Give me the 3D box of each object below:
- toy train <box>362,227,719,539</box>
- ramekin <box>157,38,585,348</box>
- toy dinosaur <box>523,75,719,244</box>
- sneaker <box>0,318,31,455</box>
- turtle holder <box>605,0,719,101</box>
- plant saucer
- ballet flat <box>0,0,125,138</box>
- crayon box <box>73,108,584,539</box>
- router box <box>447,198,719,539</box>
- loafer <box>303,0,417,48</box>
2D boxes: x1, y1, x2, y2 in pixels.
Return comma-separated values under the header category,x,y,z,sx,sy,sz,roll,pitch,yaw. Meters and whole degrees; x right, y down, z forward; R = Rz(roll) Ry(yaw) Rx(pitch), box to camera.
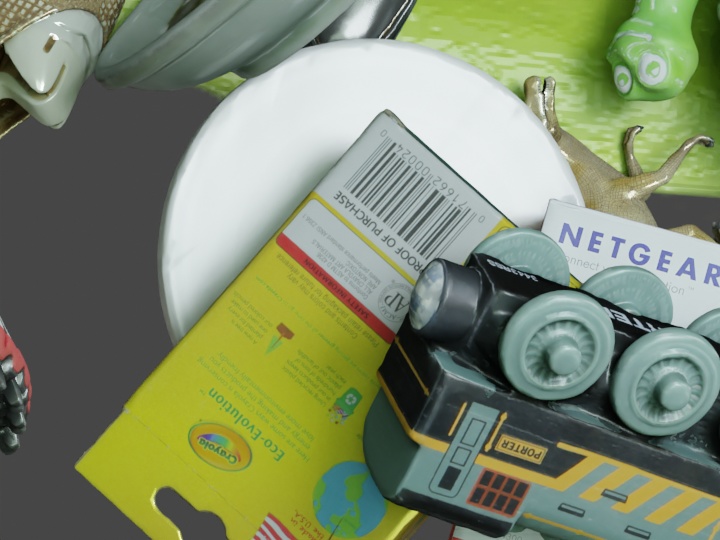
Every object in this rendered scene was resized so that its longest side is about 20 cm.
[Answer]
category,x,y,z,sx,sy,sz,roll,pitch,yaw
toy train,0.096,0.060,1.075,0.199,0.085,0.114,20,109,-24
ramekin,0.000,0.000,1.235,0.202,0.094,0.203,1,86,-13
toy dinosaur,0.136,-0.004,1.278,0.101,0.058,0.200,-16,65,-14
sneaker,-0.193,0.013,1.161,0.071,0.201,0.098,-21,57,-4
turtle holder,0.226,-0.109,1.266,0.185,0.141,0.132,9,85,-27
plant saucer,-0.029,-0.137,1.177,0.050,0.200,0.200,46,79,-14
ballet flat,-0.168,-0.074,1.210,0.200,0.071,0.065,-41,57,-5
crayon box,-0.008,0.049,1.135,0.127,0.051,0.200,42,88,10
router box,0.151,0.082,1.162,0.199,0.049,0.180,15,84,8
loafer,0.017,-0.187,1.260,0.073,0.072,0.201,18,84,-12
